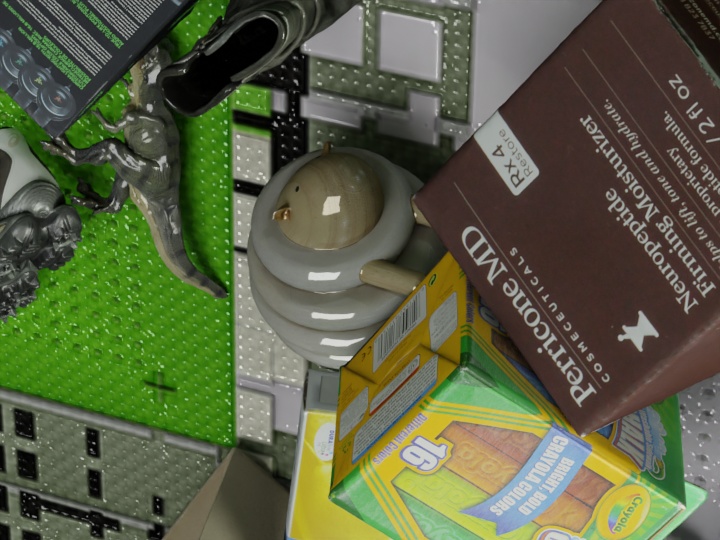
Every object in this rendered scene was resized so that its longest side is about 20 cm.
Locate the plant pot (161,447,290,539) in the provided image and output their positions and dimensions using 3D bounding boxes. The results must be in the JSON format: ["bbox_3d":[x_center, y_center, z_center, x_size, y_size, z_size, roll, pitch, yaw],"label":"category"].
[{"bbox_3d":[-0.074,0.276,1.852,0.177,0.200,0.200,31,130,-8],"label":"plant pot"}]

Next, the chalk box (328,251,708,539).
[{"bbox_3d":[0.098,0.102,1.572,0.200,0.124,0.124,32,121,-18],"label":"chalk box"}]

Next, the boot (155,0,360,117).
[{"bbox_3d":[-0.022,-0.158,1.575,0.068,0.131,0.200,46,129,-8],"label":"boot"}]

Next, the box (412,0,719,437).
[{"bbox_3d":[0.174,-0.048,1.501,0.166,0.164,0.200,55,129,13],"label":"box"}]

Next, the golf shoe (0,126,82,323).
[{"bbox_3d":[-0.244,-0.022,1.823,0.200,0.078,0.095,-38,70,47],"label":"golf shoe"}]

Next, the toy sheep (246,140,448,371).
[{"bbox_3d":[0.000,0.000,1.670,0.138,0.138,0.200,13,146,19],"label":"toy sheep"}]

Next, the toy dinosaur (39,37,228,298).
[{"bbox_3d":[-0.142,-0.063,1.754,0.088,0.047,0.200,2,124,18],"label":"toy dinosaur"}]

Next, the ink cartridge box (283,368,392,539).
[{"bbox_3d":[0.056,0.145,1.727,0.200,0.047,0.198,8,137,0],"label":"ink cartridge box"}]

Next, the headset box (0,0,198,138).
[{"bbox_3d":[-0.118,-0.187,1.576,0.093,0.174,0.200,44,128,-5],"label":"headset box"}]
